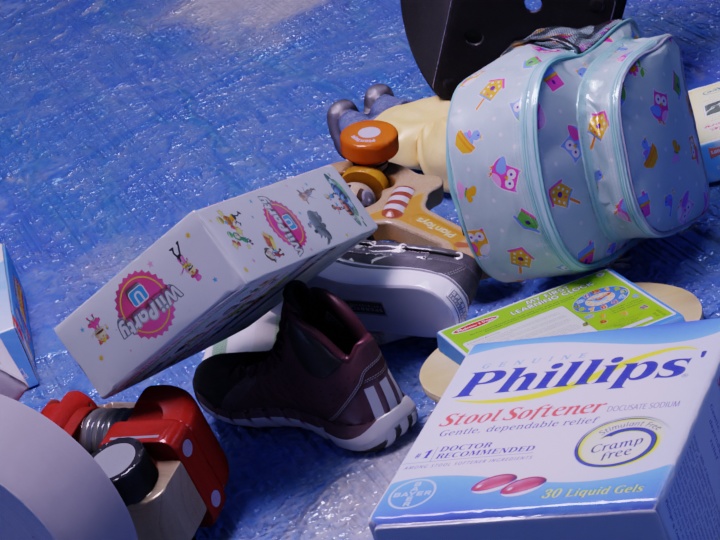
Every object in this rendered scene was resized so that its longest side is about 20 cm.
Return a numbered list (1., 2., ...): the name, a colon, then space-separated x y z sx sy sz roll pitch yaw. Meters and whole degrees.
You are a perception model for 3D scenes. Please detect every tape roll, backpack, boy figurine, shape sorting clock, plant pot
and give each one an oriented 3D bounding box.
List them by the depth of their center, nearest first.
1. tape roll: -0.238 0.171 1.464 0.200 0.201 0.066 -5 28 30
2. shape sorting clock: 0.138 0.053 1.620 0.199 0.039 0.200 -14 20 5
3. backpack: 0.155 -0.084 1.711 0.153 0.176 0.200 0 18 41
4. plant pot: 0.140 -0.240 2.019 0.199 0.200 0.178 10 41 -2
5. boy figurine: 0.053 -0.115 2.021 0.124 0.065 0.200 -25 25 -23

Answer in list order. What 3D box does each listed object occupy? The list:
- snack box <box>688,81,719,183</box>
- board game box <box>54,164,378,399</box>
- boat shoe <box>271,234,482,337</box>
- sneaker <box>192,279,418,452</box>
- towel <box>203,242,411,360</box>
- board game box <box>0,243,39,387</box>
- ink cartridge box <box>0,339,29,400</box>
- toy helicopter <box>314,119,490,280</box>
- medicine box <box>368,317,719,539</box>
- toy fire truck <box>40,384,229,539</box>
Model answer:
1. snack box: 0.356 -0.131 1.847 0.199 0.037 0.116 -15 24 11
2. board game box: -0.097 0.004 1.631 0.147 0.064 0.200 -38 -5 27
3. boat shoe: 0.000 0.000 1.742 0.200 0.070 0.066 5 43 35
4. sneaker: -0.051 0.053 1.660 0.200 0.116 0.076 8 38 40
5. towel: -0.020 0.034 1.811 0.199 0.031 0.149 -14 27 8
6. board game box: -0.375 0.069 1.972 0.199 0.056 0.196 -21 24 -2
7. ink cartridge box: -0.344 0.115 1.703 0.200 0.084 0.176 -55 25 3
8. toy helicopter: 0.025 -0.036 1.808 0.132 0.079 0.200 -29 39 -35
9. medicine box: 0.130 0.127 1.392 0.182 0.103 0.200 -7 28 27
10. toy fire truck: -0.160 0.125 1.632 0.176 0.129 0.200 -5 38 30
